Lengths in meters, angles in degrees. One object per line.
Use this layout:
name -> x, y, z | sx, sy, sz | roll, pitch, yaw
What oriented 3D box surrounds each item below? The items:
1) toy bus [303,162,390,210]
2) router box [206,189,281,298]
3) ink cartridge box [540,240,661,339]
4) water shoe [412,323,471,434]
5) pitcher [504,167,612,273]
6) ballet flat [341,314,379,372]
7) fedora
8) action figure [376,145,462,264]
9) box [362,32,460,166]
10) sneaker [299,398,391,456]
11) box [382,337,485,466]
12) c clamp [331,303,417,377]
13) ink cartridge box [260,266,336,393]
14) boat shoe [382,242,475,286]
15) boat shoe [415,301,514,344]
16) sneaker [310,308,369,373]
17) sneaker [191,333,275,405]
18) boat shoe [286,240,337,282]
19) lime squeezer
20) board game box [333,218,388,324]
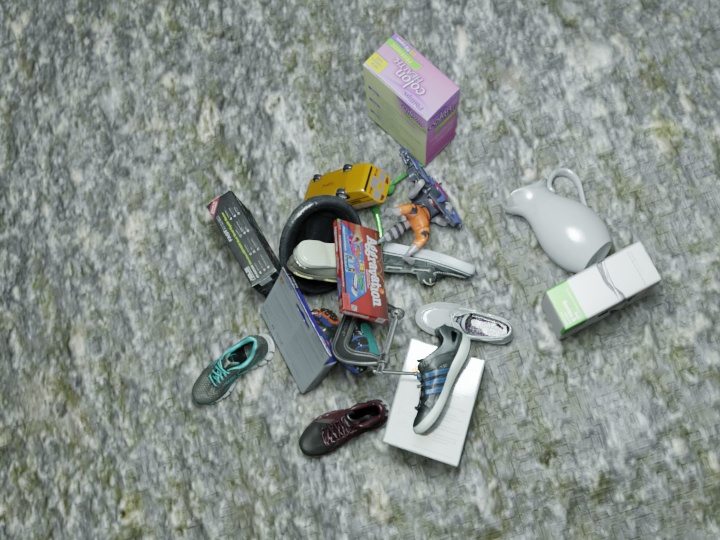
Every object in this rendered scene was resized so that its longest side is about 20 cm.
toy bus -> -0.033, -0.161, 1.686 | 0.198, 0.077, 0.066 | -10, 59, 52
router box -> -0.223, -0.048, 1.689 | 0.061, 0.150, 0.202 | -31, 74, 1
ink cartridge box -> 0.447, 0.040, 1.564 | 0.197, 0.146, 0.085 | -28, 75, 3
water shoe -> 0.127, 0.195, 1.507 | 0.078, 0.072, 0.203 | 29, 74, -3
pitcher -> 0.407, -0.104, 1.627 | 0.170, 0.122, 0.200 | -36, 63, -16
ballet flat -> -0.010, 0.106, 1.670 | 0.063, 0.067, 0.205 | -23, 70, 35
fedora -> -0.090, -0.061, 1.680 | 0.196, 0.091, 0.205 | -9, 112, -22
action figure -> 0.102, -0.135, 1.656 | 0.202, 0.104, 0.193 | 55, 45, -10
box -> 0.101, -0.337, 1.669 | 0.097, 0.200, 0.176 | -43, 74, -10
sneaker -> -0.038, 0.295, 1.603 | 0.197, 0.116, 0.077 | -27, 75, 2
box -> 0.143, 0.251, 1.588 | 0.149, 0.106, 0.204 | 16, 81, 12
c clamp -> 0.033, 0.125, 1.564 | 0.167, 0.027, 0.202 | 0, 41, 10
ink cartridge box -> -0.117, 0.114, 1.620 | 0.040, 0.200, 0.202 | -21, 73, -29
boat shoe -> 0.133, -0.003, 1.672 | 0.196, 0.072, 0.073 | 12, 89, 22
boat shoe -> 0.202, 0.104, 1.630 | 0.196, 0.069, 0.073 | 17, 81, 12
sneaker -> -0.042, 0.147, 1.628 | 0.074, 0.080, 0.200 | -16, 32, -24
sneaker -> -0.267, 0.192, 1.675 | 0.199, 0.091, 0.078 | -41, 74, -1
boat shoe -> -0.051, -0.012, 1.626 | 0.060, 0.198, 0.073 | -40, 53, 42
lime squeezer -> 0.061, -0.149, 1.724 | 0.070, 0.038, 0.203 | 25, 82, 13
board game box -> 0.000, 0.000, 1.593 | 0.101, 0.019, 0.204 | 16, 52, -30
